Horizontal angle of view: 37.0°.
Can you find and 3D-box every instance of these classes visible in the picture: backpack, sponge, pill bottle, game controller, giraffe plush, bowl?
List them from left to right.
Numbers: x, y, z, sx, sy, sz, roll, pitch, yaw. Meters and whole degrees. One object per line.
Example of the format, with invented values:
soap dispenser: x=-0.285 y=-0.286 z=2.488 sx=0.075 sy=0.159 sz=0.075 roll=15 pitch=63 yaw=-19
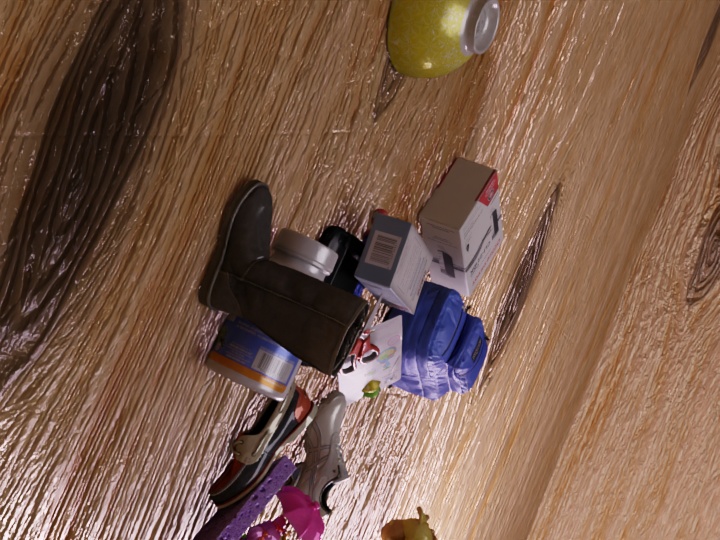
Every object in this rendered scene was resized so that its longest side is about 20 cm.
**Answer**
sponge: x=-0.177 y=0.342 z=1.481 sx=0.111 sy=0.030 sz=0.200 roll=-34 pitch=-170 yaw=50
pill bottle: x=-0.106 y=0.054 z=1.367 sx=0.201 sy=0.111 sz=0.112 roll=-66 pitch=156 yaw=-7
game controller: x=-0.053 y=0.039 z=1.538 sx=0.104 sy=0.042 sz=0.201 roll=35 pitch=79 yaw=-57
giraffe plush: x=0.092 y=0.564 z=2.160 sx=0.173 sy=0.199 sz=0.163 roll=-49 pitch=-158 yaw=46
backpack: x=0.125 y=0.109 z=1.829 sx=0.200 sy=0.167 sz=0.163 roll=67 pitch=39 yaw=-55
bowl: x=0.133 y=-0.359 z=1.528 sx=0.200 sy=0.107 sz=0.201 roll=-46 pitch=148 yaw=-40

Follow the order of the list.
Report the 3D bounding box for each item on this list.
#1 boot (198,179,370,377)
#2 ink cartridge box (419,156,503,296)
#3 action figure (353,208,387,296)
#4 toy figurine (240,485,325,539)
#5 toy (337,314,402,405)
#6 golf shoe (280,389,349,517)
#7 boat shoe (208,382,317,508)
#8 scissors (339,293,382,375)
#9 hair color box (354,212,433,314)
boot: x=-0.080 y=0.006 z=1.273 sx=0.072 sy=0.199 sz=0.183 roll=7 pitch=103 yaw=-62
ink cartridge box: x=0.180 y=-0.073 z=1.886 sx=0.145 sy=0.083 sz=0.201 roll=-56 pitch=154 yaw=-26
action figure: x=0.000 y=0.000 z=1.619 sx=0.201 sy=0.051 sz=0.065 roll=-68 pitch=161 yaw=-9
toy figurine: x=-0.130 y=0.387 z=1.520 sx=0.199 sy=0.150 sz=0.185 roll=-9 pitch=137 yaw=-34
toy: x=0.008 y=0.136 z=1.726 sx=0.114 sy=0.047 sz=0.201 roll=-24 pitch=144 yaw=-15
golf shoe: x=-0.049 y=0.293 z=1.701 sx=0.078 sy=0.097 sz=0.201 roll=26 pitch=84 yaw=-64
boat shoe: x=-0.145 y=0.241 z=1.499 sx=0.200 sy=0.071 sz=0.063 roll=-47 pitch=114 yaw=-13
scissors: x=0.000 y=0.100 z=1.600 sx=0.073 sy=0.014 sz=0.200 roll=-21 pitch=152 yaw=-15
hair color box: x=0.052 y=-0.007 z=1.600 sx=0.200 sy=0.060 sz=0.100 roll=46 pitch=63 yaw=-72
